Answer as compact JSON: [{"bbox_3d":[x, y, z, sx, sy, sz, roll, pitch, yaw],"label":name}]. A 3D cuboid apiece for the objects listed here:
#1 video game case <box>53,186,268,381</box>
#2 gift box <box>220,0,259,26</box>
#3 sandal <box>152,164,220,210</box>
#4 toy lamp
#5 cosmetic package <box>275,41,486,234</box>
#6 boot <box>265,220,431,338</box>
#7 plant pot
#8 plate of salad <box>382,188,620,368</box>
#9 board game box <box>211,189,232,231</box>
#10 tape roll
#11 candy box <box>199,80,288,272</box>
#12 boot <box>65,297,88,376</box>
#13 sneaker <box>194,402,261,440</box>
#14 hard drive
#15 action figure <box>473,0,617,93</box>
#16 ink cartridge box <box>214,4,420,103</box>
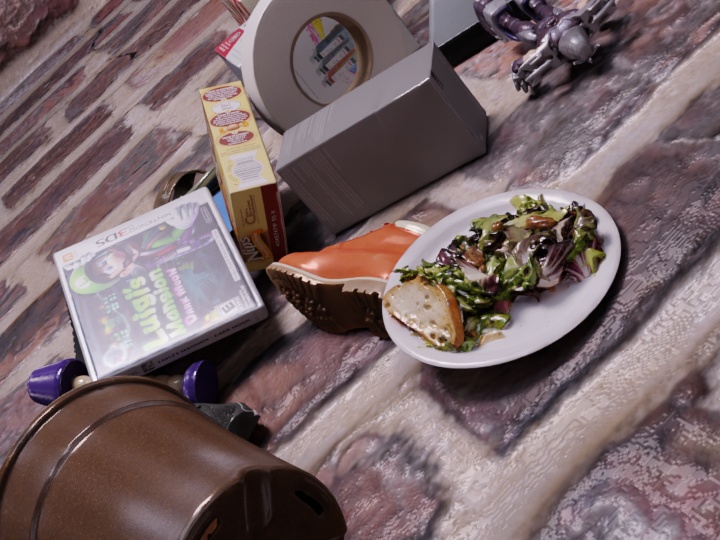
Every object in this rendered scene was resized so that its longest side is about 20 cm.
[{"bbox_3d":[-0.209,0.014,1.147,0.181,0.023,0.200,-25,48,-6],"label":"video game case"},{"bbox_3d":[-0.103,-0.385,1.597,0.187,0.200,0.185,-44,22,-2],"label":"gift box"},{"bbox_3d":[-0.244,-0.093,1.471,0.201,0.057,0.080,-36,-4,14],"label":"sandal"},{"bbox_3d":[-0.241,0.116,1.125,0.199,0.058,0.058,-1,43,19],"label":"toy lamp"},{"bbox_3d":[0.022,-0.134,1.160,0.200,0.107,0.090,-27,31,23],"label":"cosmetic package"},{"bbox_3d":[0.000,0.000,1.040,0.200,0.075,0.107,7,51,46],"label":"boot"},{"bbox_3d":[-0.127,0.191,0.791,0.198,0.200,0.200,9,56,48],"label":"plant pot"},{"bbox_3d":[0.106,-0.005,0.891,0.199,0.048,0.200,-19,37,15],"label":"plate of salad"},{"bbox_3d":[-0.180,-0.039,1.362,0.200,0.039,0.158,-46,26,-24],"label":"board game box"},{"bbox_3d":[-0.040,-0.243,1.295,0.203,0.203,0.037,-48,28,-12],"label":"tape roll"},{"bbox_3d":[-0.131,-0.107,1.251,0.055,0.116,0.200,-13,44,-8],"label":"candy box"},{"bbox_3d":[-0.233,0.043,1.224,0.162,0.073,0.199,-35,50,9],"label":"boot"},{"bbox_3d":[-0.184,0.150,1.036,0.200,0.086,0.080,-17,38,38],"label":"sneaker"},{"bbox_3d":[0.147,-0.331,1.362,0.139,0.033,0.200,-29,30,23],"label":"hard drive"},{"bbox_3d":[0.193,-0.246,1.147,0.130,0.069,0.200,-33,31,1],"label":"action figure"},{"bbox_3d":[-0.056,-0.286,1.441,0.200,0.145,0.145,-42,27,-2],"label":"ink cartridge box"}]
